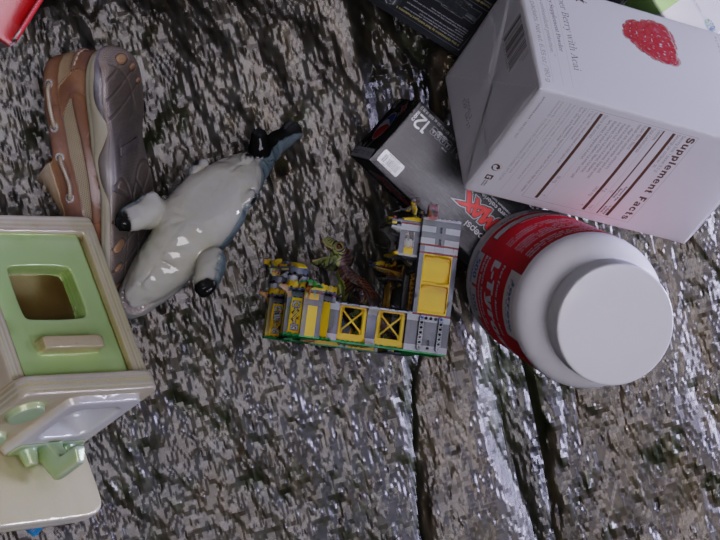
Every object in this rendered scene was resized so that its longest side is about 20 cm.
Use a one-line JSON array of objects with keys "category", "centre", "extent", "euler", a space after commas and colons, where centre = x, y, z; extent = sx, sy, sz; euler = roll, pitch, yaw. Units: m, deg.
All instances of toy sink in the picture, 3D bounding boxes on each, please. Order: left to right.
[{"category": "toy sink", "centre": [-0.235, 0.070, 1.374], "extent": [0.130, 0.112, 0.201], "euler": [1, 62, -49]}]

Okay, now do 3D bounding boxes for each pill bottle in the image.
[{"category": "pill bottle", "centre": [0.153, 0.022, 1.405], "extent": [0.111, 0.200, 0.113], "euler": [-2, 99, -12]}]

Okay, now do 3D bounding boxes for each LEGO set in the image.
[{"category": "LEGO set", "centre": [0.000, 0.000, 1.451], "extent": [0.153, 0.200, 0.117], "euler": [7, 86, 0]}]

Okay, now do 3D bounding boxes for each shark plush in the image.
[{"category": "shark plush", "centre": [-0.120, -0.050, 1.468], "extent": [0.090, 0.083, 0.201], "euler": [28, 62, 1]}]

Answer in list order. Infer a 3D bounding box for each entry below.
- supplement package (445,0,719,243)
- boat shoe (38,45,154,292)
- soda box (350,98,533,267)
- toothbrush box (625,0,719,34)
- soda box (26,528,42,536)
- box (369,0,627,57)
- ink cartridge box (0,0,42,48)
[{"category": "supplement package", "centre": [0.183, -0.120, 1.455], "extent": [0.199, 0.120, 0.122], "euler": [12, 48, -24]}, {"category": "boat shoe", "centre": [-0.203, -0.072, 1.461], "extent": [0.071, 0.076, 0.201], "euler": [5, 105, 20]}, {"category": "soda box", "centre": [0.088, -0.046, 1.522], "extent": [0.200, 0.071, 0.063], "euler": [43, 85, -14]}, {"category": "toothbrush box", "centre": [0.249, -0.292, 1.529], "extent": [0.145, 0.086, 0.200], "euler": [-37, 101, -7]}, {"category": "soda box", "centre": [-0.295, 0.105, 1.449], "extent": [0.064, 0.068, 0.200], "euler": [-46, 103, -5]}, {"category": "box", "centre": [0.101, -0.239, 1.474], "extent": [0.199, 0.044, 0.160], "euler": [29, 129, -13]}, {"category": "ink cartridge box", "centre": [-0.245, -0.222, 1.362], "extent": [0.067, 0.200, 0.117], "euler": [32, 87, -14]}]
